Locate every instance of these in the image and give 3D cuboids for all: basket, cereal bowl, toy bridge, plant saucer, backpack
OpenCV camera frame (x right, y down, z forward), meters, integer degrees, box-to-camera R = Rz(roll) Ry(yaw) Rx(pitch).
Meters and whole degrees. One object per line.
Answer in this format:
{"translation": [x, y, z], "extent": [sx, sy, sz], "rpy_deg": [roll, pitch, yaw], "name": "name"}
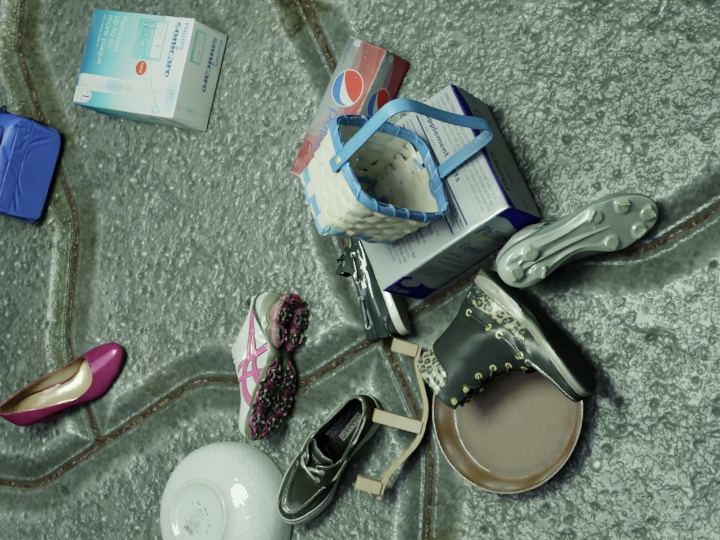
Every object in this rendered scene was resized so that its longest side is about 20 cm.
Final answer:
{"translation": [0.036, -0.123, 1.591], "extent": [0.200, 0.176, 0.140], "rpy_deg": [-34, 61, 35], "name": "basket"}
{"translation": [-0.192, 0.327, 1.836], "extent": [0.199, 0.083, 0.202], "rpy_deg": [-5, 79, 30], "name": "cereal bowl"}
{"translation": [0.048, 0.190, 1.725], "extent": [0.067, 0.027, 0.202], "rpy_deg": [14, 88, -2], "name": "toy bridge"}
{"translation": [0.180, 0.167, 1.661], "extent": [0.199, 0.032, 0.202], "rpy_deg": [-5, 80, 32], "name": "plant saucer"}
{"translation": [-0.586, -0.180, 2.118], "extent": [0.199, 0.168, 0.164], "rpy_deg": [15, 83, 36], "name": "backpack"}

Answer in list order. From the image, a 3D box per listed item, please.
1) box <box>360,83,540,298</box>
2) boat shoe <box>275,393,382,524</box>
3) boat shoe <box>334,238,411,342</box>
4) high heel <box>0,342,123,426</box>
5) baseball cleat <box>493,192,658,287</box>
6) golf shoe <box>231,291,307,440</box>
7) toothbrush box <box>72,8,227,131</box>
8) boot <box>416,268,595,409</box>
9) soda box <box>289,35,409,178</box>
{"translation": [0.093, -0.095, 1.715], "extent": [0.199, 0.105, 0.185], "rpy_deg": [-33, 66, 24], "name": "box"}
{"translation": [-0.050, 0.239, 1.760], "extent": [0.071, 0.064, 0.201], "rpy_deg": [37, 97, 21], "name": "boat shoe"}
{"translation": [0.001, 0.001, 1.775], "extent": [0.066, 0.074, 0.201], "rpy_deg": [-25, 78, 13], "name": "boat shoe"}
{"translation": [-0.434, 0.167, 2.003], "extent": [0.200, 0.096, 0.068], "rpy_deg": [-41, 63, 20], "name": "high heel"}
{"translation": [0.249, -0.047, 1.632], "extent": [0.199, 0.107, 0.070], "rpy_deg": [-22, 108, 0], "name": "baseball cleat"}
{"translation": [-0.133, 0.127, 1.842], "extent": [0.092, 0.072, 0.202], "rpy_deg": [2, 73, 38], "name": "golf shoe"}
{"translation": [-0.307, -0.293, 2.009], "extent": [0.199, 0.085, 0.148], "rpy_deg": [13, 89, 31], "name": "toothbrush box"}
{"translation": [0.168, 0.116, 1.621], "extent": [0.154, 0.073, 0.204], "rpy_deg": [-51, 59, 18], "name": "boot"}
{"translation": [-0.014, -0.201, 1.824], "extent": [0.070, 0.063, 0.201], "rpy_deg": [28, 98, 33], "name": "soda box"}
